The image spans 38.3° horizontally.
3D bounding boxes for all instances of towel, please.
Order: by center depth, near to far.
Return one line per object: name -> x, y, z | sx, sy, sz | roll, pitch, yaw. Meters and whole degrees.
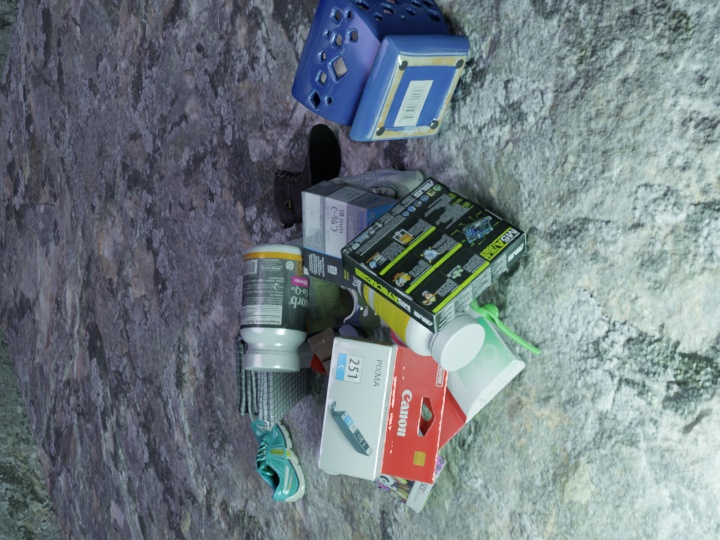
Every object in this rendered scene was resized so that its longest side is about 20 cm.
towel -> -0.163, 0.169, 1.935 | 0.084, 0.165, 0.204 | 11, 115, 23

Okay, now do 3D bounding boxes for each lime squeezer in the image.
lime squeezer -> 0.192, 0.043, 1.507 | 0.038, 0.069, 0.203 | 111, 142, -62

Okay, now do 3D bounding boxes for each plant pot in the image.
plant pot -> 0.039, -0.309, 1.578 | 0.180, 0.198, 0.202 | 47, 130, 33

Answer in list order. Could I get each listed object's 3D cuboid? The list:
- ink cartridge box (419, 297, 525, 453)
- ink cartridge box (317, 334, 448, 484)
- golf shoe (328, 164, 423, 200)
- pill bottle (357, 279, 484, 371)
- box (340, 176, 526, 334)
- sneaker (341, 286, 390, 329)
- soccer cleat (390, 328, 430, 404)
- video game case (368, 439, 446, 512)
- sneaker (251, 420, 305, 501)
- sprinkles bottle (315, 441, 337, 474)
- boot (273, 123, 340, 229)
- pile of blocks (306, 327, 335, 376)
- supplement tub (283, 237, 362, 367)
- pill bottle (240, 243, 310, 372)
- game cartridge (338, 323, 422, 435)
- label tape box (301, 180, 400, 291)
ink cartridge box -> 0.130, 0.146, 1.555 | 0.200, 0.050, 0.162 | -45, 54, 15
ink cartridge box -> 0.034, 0.210, 1.542 | 0.173, 0.045, 0.204 | 8, 94, 15
golf shoe -> 0.025, -0.133, 1.713 | 0.198, 0.097, 0.079 | 12, 135, 48
pill bottle -> 0.090, 0.053, 1.516 | 0.200, 0.110, 0.113 | 45, 129, 39
box -> 0.104, -0.028, 1.481 | 0.192, 0.199, 0.048 | 35, 151, 30
sneaker -> 0.000, 0.000, 1.728 | 0.067, 0.088, 0.204 | 72, -169, -76
soccer cleat -> 0.104, 0.158, 1.657 | 0.074, 0.067, 0.202 | 102, 146, -55
video game case -> 0.031, 0.295, 1.653 | 0.198, 0.036, 0.182 | 30, 150, 10
sneaker -> -0.176, 0.371, 2.069 | 0.201, 0.078, 0.078 | 59, 138, 34
sprinkles bottle -> -0.011, 0.289, 1.828 | 0.200, 0.067, 0.069 | -51, 53, 45
boot -> -0.112, -0.171, 1.919 | 0.173, 0.068, 0.204 | 13, 107, 54
pile of blocks -> -0.040, 0.164, 1.664 | 0.200, 0.061, 0.083 | 46, 157, 59
supplement tub -> -0.084, 0.056, 1.840 | 0.145, 0.143, 0.203 | -37, 64, 51
pill bottle -> -0.142, 0.064, 1.720 | 0.116, 0.115, 0.204 | -11, 74, 55
game cartridge -> 0.039, 0.187, 1.695 | 0.040, 0.134, 0.201 | -34, 55, 3
label tape box -> 0.001, -0.047, 1.634 | 0.197, 0.063, 0.147 | 17, 119, 33
